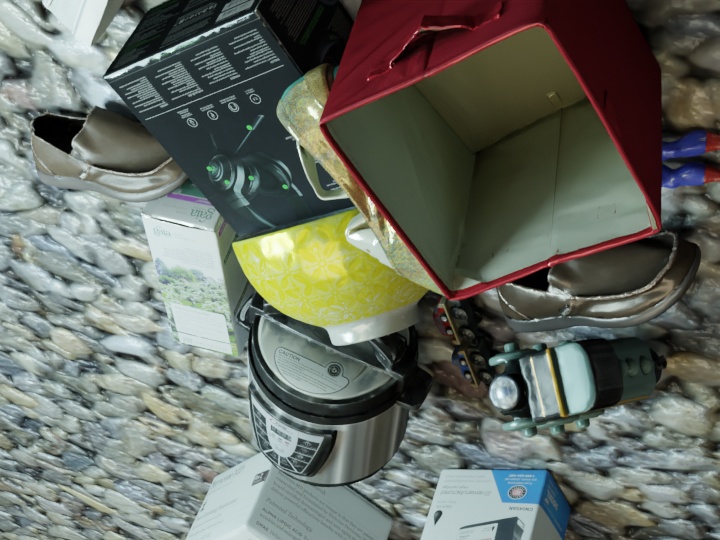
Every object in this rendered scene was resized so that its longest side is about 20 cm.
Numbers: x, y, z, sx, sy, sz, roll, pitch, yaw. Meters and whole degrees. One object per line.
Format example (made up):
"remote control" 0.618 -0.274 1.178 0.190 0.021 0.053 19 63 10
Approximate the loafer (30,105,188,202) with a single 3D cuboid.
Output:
"loafer" -0.240 -0.114 1.092 0.197 0.074 0.072 3 139 25

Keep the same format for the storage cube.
"storage cube" 0.099 -0.122 0.798 0.169 0.181 0.201 -20 125 30

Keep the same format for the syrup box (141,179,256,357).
"syrup box" -0.155 -0.009 1.164 0.077 0.082 0.202 11 140 13

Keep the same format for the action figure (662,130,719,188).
"action figure" 0.212 -0.085 0.911 0.197 0.052 0.066 9 144 23

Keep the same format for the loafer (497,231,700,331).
"loafer" 0.193 0.005 0.989 0.198 0.074 0.071 -17 128 40

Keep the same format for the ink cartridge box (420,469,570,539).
"ink cartridge box" 0.142 0.332 1.307 0.143 0.202 0.085 -6 134 32

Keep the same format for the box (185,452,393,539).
"box" -0.099 0.354 1.517 0.199 0.132 0.198 37 140 -16

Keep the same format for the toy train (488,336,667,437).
"toy train" 0.198 0.100 1.040 0.113 0.087 0.199 -17 168 36

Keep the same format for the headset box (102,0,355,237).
"headset box" -0.071 -0.132 0.923 0.172 0.094 0.201 -13 129 38

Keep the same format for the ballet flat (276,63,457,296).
"ballet flat" 0.005 -0.056 0.843 0.070 0.071 0.201 -14 119 39

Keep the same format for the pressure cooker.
"pressure cooker" -0.031 0.096 1.150 0.173 0.180 0.202 -10 143 -13

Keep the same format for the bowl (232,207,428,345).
"bowl" 0.000 0.000 0.977 0.198 0.199 0.109 -13 94 38

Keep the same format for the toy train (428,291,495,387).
"toy train" 0.093 0.046 1.136 0.045 0.034 0.201 2 137 30

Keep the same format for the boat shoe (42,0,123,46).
"boat shoe" -0.211 -0.264 0.916 0.068 0.073 0.200 32 149 -7

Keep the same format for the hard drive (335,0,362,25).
"hard drive" 0.002 -0.158 0.951 0.130 0.027 0.201 -3 135 31
